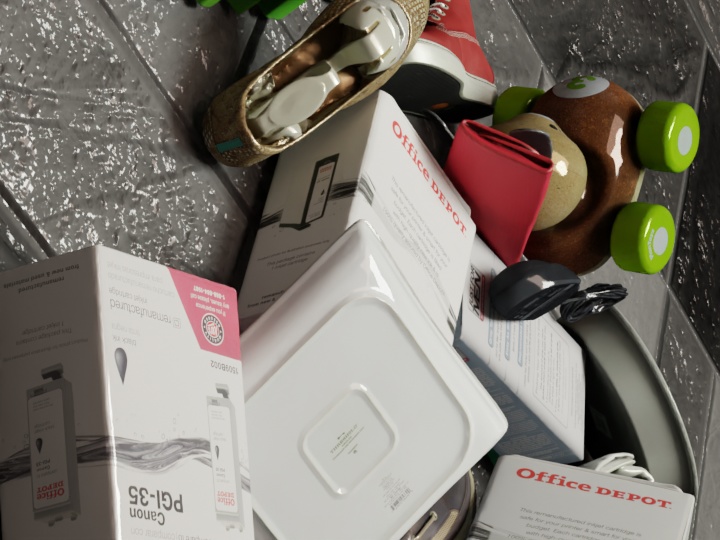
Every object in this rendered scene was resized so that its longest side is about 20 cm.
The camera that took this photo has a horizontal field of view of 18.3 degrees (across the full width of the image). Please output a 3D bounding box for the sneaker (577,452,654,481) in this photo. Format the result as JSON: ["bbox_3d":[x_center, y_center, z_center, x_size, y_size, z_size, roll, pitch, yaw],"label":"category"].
[{"bbox_3d":[0.191,0.188,1.793,0.200,0.115,0.074,-2,77,-63],"label":"sneaker"}]

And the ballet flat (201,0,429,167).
[{"bbox_3d":[-0.017,-0.135,1.504,0.200,0.065,0.071,-42,109,-18],"label":"ballet flat"}]

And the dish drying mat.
[{"bbox_3d":[0.092,-0.045,1.649,0.200,0.076,0.018,104,10,-64],"label":"dish drying mat"}]

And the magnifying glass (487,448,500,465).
[{"bbox_3d":[0.093,0.093,1.755,0.200,0.022,0.080,48,39,-38],"label":"magnifying glass"}]

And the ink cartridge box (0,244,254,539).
[{"bbox_3d":[-0.132,0.102,1.270,0.146,0.082,0.201,20,60,-58],"label":"ink cartridge box"}]

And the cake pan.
[{"bbox_3d":[0.211,0.114,1.837,0.201,0.037,0.201,61,-12,22],"label":"cake pan"}]

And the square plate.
[{"bbox_3d":[-0.012,0.104,1.420,0.200,0.028,0.198,-44,120,-15],"label":"square plate"}]

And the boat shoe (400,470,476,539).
[{"bbox_3d":[0.027,0.177,1.539,0.074,0.074,0.200,59,31,-28],"label":"boat shoe"}]

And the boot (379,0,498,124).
[{"bbox_3d":[0.046,-0.201,1.759,0.200,0.072,0.145,12,67,-68],"label":"boot"}]

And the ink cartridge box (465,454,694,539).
[{"bbox_3d":[0.139,0.226,1.529,0.200,0.145,0.085,-59,156,-55],"label":"ink cartridge box"}]

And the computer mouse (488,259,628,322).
[{"bbox_3d":[0.151,0.012,1.700,0.034,0.058,0.200,61,22,17],"label":"computer mouse"}]

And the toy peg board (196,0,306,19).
[{"bbox_3d":[-0.090,-0.270,1.538,0.200,0.098,0.200,0,62,-62],"label":"toy peg board"}]

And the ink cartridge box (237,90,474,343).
[{"bbox_3d":[0.000,0.000,1.543,0.146,0.084,0.201,54,34,-35],"label":"ink cartridge box"}]

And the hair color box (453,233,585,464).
[{"bbox_3d":[0.102,0.064,1.703,0.200,0.060,0.100,45,40,-44],"label":"hair color box"}]

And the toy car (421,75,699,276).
[{"bbox_3d":[0.134,-0.090,1.698,0.200,0.164,0.159,24,78,-53],"label":"toy car"}]
